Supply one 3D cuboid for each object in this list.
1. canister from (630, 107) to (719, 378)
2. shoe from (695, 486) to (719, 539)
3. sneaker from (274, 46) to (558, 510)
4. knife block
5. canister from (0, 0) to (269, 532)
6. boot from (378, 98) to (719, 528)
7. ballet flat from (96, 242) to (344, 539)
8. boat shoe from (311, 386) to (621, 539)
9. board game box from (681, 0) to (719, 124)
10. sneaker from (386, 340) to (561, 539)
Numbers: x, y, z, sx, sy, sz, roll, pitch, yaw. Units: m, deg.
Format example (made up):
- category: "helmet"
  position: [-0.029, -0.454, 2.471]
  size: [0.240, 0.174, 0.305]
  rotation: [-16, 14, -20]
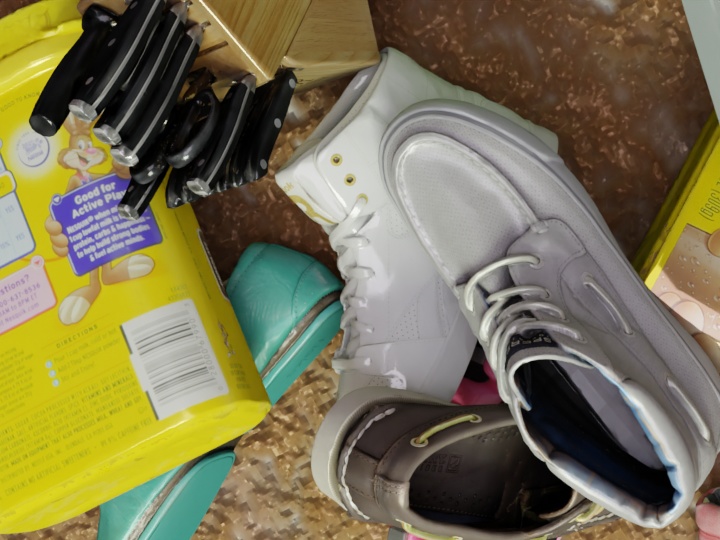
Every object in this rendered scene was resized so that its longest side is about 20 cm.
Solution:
- category: "canister"
  position: [0.226, 0.017, 0.888]
  size: [0.199, 0.087, 0.149]
  rotation: [29, 84, 2]
- category: "shoe"
  position: [0.255, 0.143, 0.925]
  size: [0.198, 0.072, 0.092]
  rotation: [-3, 105, 11]
- category: "sneaker"
  position: [0.000, 0.000, 0.894]
  size: [0.115, 0.074, 0.201]
  rotation: [28, 76, -18]
- category: "knife block"
  position: [-0.077, -0.126, 0.841]
  size: [0.064, 0.175, 0.202]
  rotation: [-15, 84, 39]
- category: "canister"
  position: [-0.140, 0.000, 0.896]
  size: [0.148, 0.086, 0.201]
  rotation: [-26, 77, 14]
- category: "boot"
  position: [0.075, 0.015, 0.813]
  size: [0.200, 0.096, 0.074]
  rotation: [45, 113, 0]
- category: "ballet flat"
  position: [-0.084, 0.069, 0.958]
  size: [0.070, 0.067, 0.201]
  rotation: [39, 100, 17]
- category: "boat shoe"
  position: [0.074, 0.088, 0.863]
  size: [0.199, 0.059, 0.072]
  rotation: [7, 101, -38]
- category: "board game box"
  position: [0.227, -0.128, 0.770]
  size: [0.199, 0.064, 0.148]
  rotation: [-29, 120, -8]
- category: "sneaker"
  position: [0.082, 0.074, 0.941]
  size: [0.095, 0.079, 0.202]
  rotation: [13, 101, -22]
